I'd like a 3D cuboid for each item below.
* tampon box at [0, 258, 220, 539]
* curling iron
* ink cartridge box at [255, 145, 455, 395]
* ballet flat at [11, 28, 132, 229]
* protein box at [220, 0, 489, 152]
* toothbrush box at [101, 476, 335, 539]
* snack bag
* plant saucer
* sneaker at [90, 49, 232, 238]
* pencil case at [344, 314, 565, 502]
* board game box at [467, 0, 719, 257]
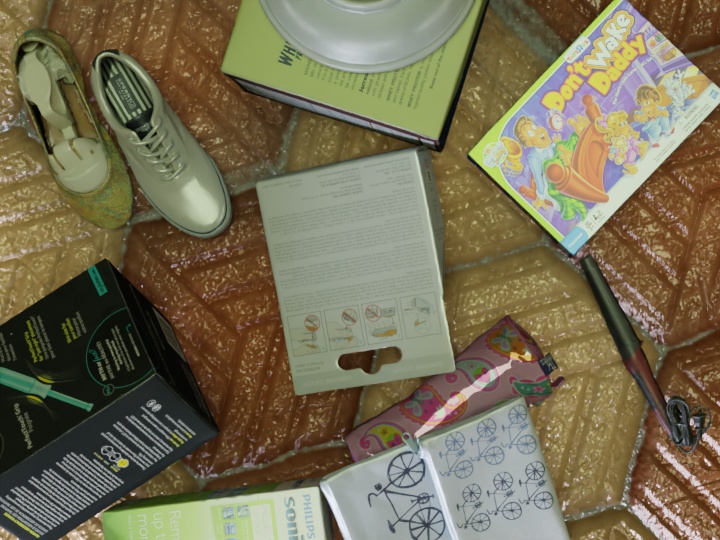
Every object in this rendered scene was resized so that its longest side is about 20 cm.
[{"bbox_3d":[-0.256,0.120,1.409,0.200,0.126,0.150,-32,52,4],"label":"tampon box"},{"bbox_3d":[0.256,0.073,1.449,0.050,0.026,0.200,-36,81,39],"label":"curling iron"},{"bbox_3d":[0.000,0.000,1.444,0.162,0.057,0.201,-10,96,21],"label":"ink cartridge box"},{"bbox_3d":[-0.272,-0.130,1.475,0.070,0.071,0.201,-22,87,3],"label":"ballet flat"},{"bbox_3d":[0.006,-0.232,1.423,0.199,0.135,0.199,18,90,4],"label":"protein box"},{"bbox_3d":[-0.122,0.273,1.444,0.199,0.086,0.146,-6,88,3],"label":"toothbrush box"},{"bbox_3d":[0.078,0.221,1.413,0.199,0.021,0.189,-20,116,-3],"label":"snack bag"},{"bbox_3d":[0.004,-0.268,1.331,0.199,0.050,0.201,0,88,3],"label":"plant saucer"},{"bbox_3d":[-0.191,-0.115,1.466,0.073,0.071,0.200,-37,86,2],"label":"sneaker"},{"bbox_3d":[0.083,0.127,1.434,0.200,0.087,0.088,-36,86,1],"label":"pencil case"},{"bbox_3d":[0.213,-0.130,1.450,0.134,0.045,0.200,44,92,4],"label":"board game box"}]
